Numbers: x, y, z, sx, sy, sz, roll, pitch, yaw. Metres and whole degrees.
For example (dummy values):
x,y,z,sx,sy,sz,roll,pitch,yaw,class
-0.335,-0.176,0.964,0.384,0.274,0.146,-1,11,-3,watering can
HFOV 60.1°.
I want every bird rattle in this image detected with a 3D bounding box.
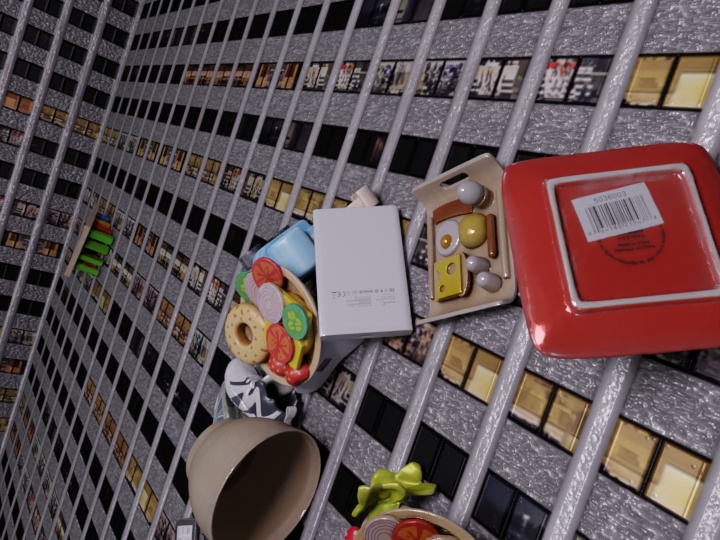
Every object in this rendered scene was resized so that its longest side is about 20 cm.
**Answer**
x,y,z,sx,sy,sz,roll,pitch,yaw,class
0.034,0.348,0.762,0.162,0.112,0.202,30,104,35,bird rattle

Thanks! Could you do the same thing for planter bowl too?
x,y,z,sx,sy,sz,roll,pitch,yaw,class
-0.176,0.305,0.931,0.134,0.199,0.202,20,92,40,planter bowl

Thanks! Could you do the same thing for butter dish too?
x,y,z,sx,sy,sz,roll,pitch,yaw,class
0.241,-0.002,0.599,0.198,0.148,0.202,-6,66,5,butter dish

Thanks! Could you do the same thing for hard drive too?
x,y,z,sx,sy,sz,roll,pitch,yaw,class
0.000,0.000,0.911,0.026,0.130,0.202,95,171,-64,hard drive

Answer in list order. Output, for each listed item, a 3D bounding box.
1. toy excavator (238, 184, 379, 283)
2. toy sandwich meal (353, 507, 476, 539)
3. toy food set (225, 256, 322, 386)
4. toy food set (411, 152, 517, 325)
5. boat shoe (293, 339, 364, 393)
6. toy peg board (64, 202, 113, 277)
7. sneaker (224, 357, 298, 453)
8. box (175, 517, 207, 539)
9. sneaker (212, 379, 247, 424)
x,y,z,sx,sy,sz,roll,pitch,yaw,class
-0.077,-0.047,1.015,0.100,0.194,0.200,54,147,-6,toy excavator
0.064,0.363,0.676,0.203,0.070,0.208,4,101,23,toy sandwich meal
-0.132,0.081,0.951,0.199,0.048,0.200,36,124,33,toy food set
0.124,-0.036,0.814,0.143,0.060,0.202,-21,61,46,toy food set
-0.053,0.109,0.980,0.201,0.071,0.068,-55,42,33,boat shoe
-0.906,-0.091,2.117,0.201,0.097,0.200,-58,25,19,toy peg board
-0.161,0.196,1.059,0.130,0.079,0.200,-59,40,28,sneaker
-0.216,0.487,0.954,0.043,0.160,0.202,-14,65,27,box
-0.238,0.292,1.152,0.086,0.077,0.202,-34,45,55,sneaker
